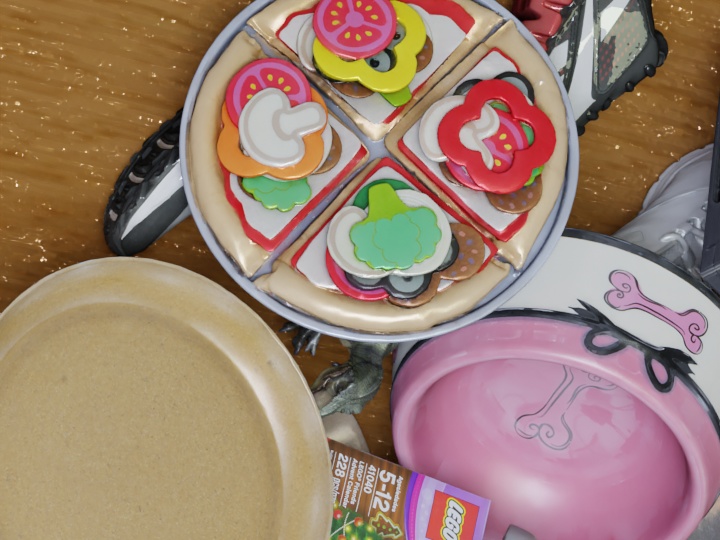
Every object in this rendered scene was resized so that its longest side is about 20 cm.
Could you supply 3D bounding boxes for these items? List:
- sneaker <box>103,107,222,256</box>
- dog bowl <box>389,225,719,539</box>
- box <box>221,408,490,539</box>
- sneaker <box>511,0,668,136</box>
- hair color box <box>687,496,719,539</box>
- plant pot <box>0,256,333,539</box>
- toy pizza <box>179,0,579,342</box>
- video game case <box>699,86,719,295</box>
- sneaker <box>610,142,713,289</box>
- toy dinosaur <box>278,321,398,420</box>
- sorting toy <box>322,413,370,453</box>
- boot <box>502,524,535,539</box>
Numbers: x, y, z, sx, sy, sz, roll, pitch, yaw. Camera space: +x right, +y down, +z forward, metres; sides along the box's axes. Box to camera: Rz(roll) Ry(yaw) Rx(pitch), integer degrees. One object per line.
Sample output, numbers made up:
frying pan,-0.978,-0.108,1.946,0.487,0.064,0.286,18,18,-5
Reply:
sneaker,-0.046,-0.066,1.225,0.200,0.074,0.080,-37,109,-9
dog bowl,0.104,0.076,1.216,0.200,0.200,0.074,38,45,-16
box,-0.022,0.185,1.160,0.136,0.039,0.201,22,65,-17
sneaker,0.110,-0.103,1.262,0.097,0.071,0.202,22,88,-14
hair color box,0.218,0.129,1.322,0.110,0.064,0.202,18,90,-16
plant pot,-0.102,0.094,1.102,0.199,0.027,0.202,13,66,-32
toy pizza,0.010,-0.063,1.161,0.198,0.032,0.202,1,71,-4
video game case,0.258,-0.013,1.262,0.200,0.025,0.182,39,44,-27
sneaker,0.168,-0.005,1.282,0.199,0.087,0.075,-34,101,-11
toy dinosaur,0.000,0.000,1.231,0.047,0.088,0.201,40,58,-35
sorting toy,-0.054,0.194,1.273,0.184,0.036,0.201,-25,97,-12
boot,0.106,0.191,1.222,0.095,0.200,0.074,21,75,10
